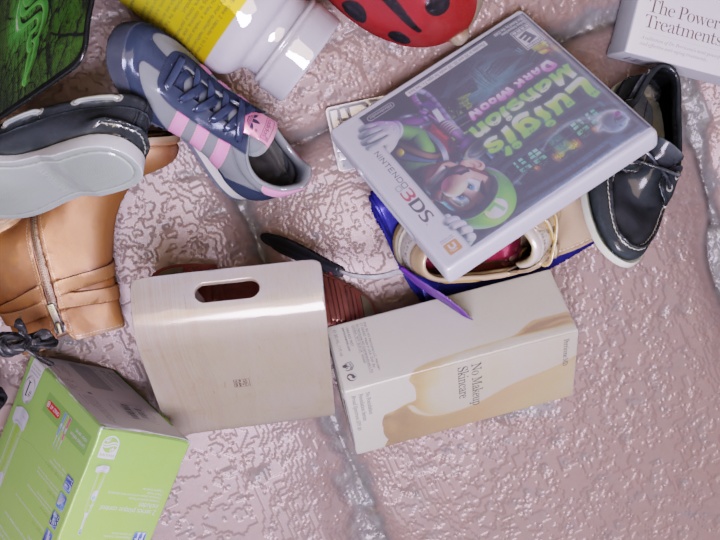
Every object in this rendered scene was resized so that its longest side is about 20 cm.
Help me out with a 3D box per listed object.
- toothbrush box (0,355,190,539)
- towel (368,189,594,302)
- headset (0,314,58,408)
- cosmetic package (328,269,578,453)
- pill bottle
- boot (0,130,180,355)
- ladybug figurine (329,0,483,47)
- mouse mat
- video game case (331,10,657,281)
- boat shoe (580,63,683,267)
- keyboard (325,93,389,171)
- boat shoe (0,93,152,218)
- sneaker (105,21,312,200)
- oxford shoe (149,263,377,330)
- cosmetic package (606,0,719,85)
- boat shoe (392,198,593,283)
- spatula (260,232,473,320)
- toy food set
[{"bbox_3d":[-0.239,0.191,0.871,0.086,0.145,0.201,19,95,-41],"label":"toothbrush box"},{"bbox_3d":[0.118,-0.055,0.935,0.200,0.050,0.148,-29,116,-3],"label":"towel"},{"bbox_3d":[-0.332,0.077,0.859,0.199,0.094,0.124,-14,89,18],"label":"headset"},{"bbox_3d":[0.078,0.079,0.917,0.199,0.071,0.105,-15,140,-3],"label":"cosmetic package"},{"bbox_3d":[-0.118,-0.226,0.849,0.200,0.111,0.111,37,93,-10],"label":"pill bottle"},{"bbox_3d":[-0.221,-0.025,0.889,0.199,0.074,0.155,-17,99,8],"label":"boot"},{"bbox_3d":[0.015,-0.252,0.855,0.200,0.072,0.136,43,132,-11],"label":"ladybug figurine"},{"bbox_3d":[-0.234,-0.208,0.791,0.008,0.161,0.201,24,58,-40],"label":"mouse mat"},{"bbox_3d":[0.103,-0.108,0.869,0.200,0.182,0.023,-33,146,-7],"label":"video game case"},{"bbox_3d":[0.232,-0.093,0.877,0.074,0.066,0.200,35,50,-15],"label":"boat shoe"},{"bbox_3d":[0.072,-0.135,0.937,0.199,0.011,0.057,-13,100,-5],"label":"keyboard"},{"bbox_3d":[-0.241,-0.087,0.813,0.199,0.076,0.061,-4,56,21],"label":"boat shoe"},{"bbox_3d":[-0.109,-0.124,0.836,0.200,0.082,0.070,42,60,-47],"label":"sneaker"},{"bbox_3d":[-0.086,0.041,0.927,0.199,0.071,0.074,7,129,-12],"label":"oxford shoe"},{"bbox_3d":[0.331,-0.238,0.933,0.199,0.052,0.151,12,94,-8],"label":"cosmetic package"},{"bbox_3d":[0.130,-0.026,0.883,0.199,0.069,0.074,-15,113,-9],"label":"boat shoe"},{"bbox_3d":[0.000,0.000,0.894,0.199,0.057,0.021,16,80,23],"label":"spatula"},{"bbox_3d":[-0.096,0.065,0.870,0.143,0.200,0.061,-6,55,-3],"label":"toy food set"}]
